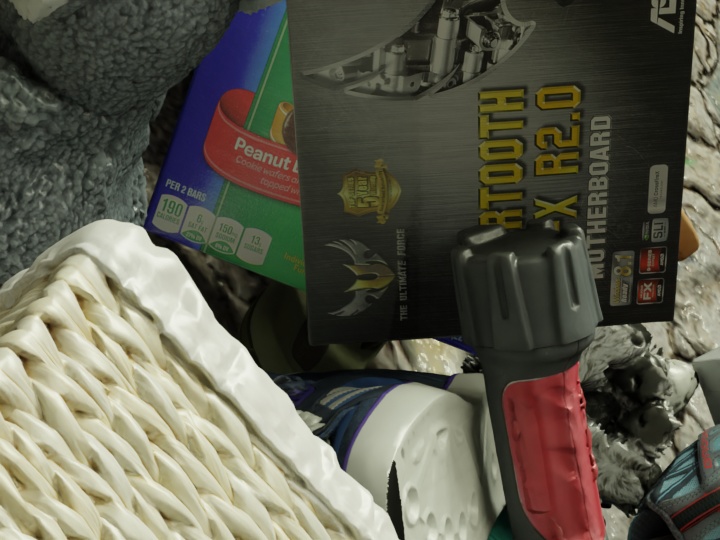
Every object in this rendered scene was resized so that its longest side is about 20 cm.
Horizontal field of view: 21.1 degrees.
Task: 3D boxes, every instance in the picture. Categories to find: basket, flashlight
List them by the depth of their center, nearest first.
[{"bbox_3d":[-0.101,0.132,0.583,0.200,0.198,0.161,50,35,-9],"label":"basket"},{"bbox_3d":[0.082,0.084,0.761,0.068,0.067,0.202,-63,144,-72],"label":"flashlight"}]

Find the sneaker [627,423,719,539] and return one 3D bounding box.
[{"bbox_3d":[0.158,0.113,0.883,0.080,0.095,0.200,57,-6,22],"label":"sneaker"}]

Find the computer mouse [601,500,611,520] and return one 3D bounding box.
[{"bbox_3d":[0.097,0.044,1.062,0.109,0.044,0.201,34,43,-22],"label":"computer mouse"}]

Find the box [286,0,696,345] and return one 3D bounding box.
[{"bbox_3d":[0.050,-0.066,0.767,0.156,0.202,0.049,-3,36,-2],"label":"box"}]

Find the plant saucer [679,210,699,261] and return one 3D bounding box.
[{"bbox_3d":[0.114,-0.073,1.118,0.200,0.037,0.200,45,1,-1],"label":"plant saucer"}]

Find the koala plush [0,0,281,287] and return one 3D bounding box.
[{"bbox_3d":[-0.115,-0.098,0.767,0.177,0.199,0.185,-11,69,-55],"label":"koala plush"}]

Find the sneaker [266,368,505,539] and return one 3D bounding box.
[{"bbox_3d":[-0.024,0.084,0.781,0.200,0.145,0.082,-21,105,-73],"label":"sneaker"}]

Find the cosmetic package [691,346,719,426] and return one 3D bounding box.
[{"bbox_3d":[0.281,0.112,0.913,0.122,0.199,0.202,-24,94,-18],"label":"cosmetic package"}]

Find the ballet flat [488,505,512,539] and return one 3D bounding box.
[{"bbox_3d":[0.110,0.174,0.918,0.199,0.071,0.067,26,19,17],"label":"ballet flat"}]

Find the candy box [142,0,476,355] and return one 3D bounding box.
[{"bbox_3d":[0.015,-0.087,0.860,0.167,0.202,0.077,20,13,-4],"label":"candy box"}]

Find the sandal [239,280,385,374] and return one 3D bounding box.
[{"bbox_3d":[0.000,0.001,0.958,0.080,0.057,0.202,45,33,-16],"label":"sandal"}]

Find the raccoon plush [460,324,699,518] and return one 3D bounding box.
[{"bbox_3d":[0.071,0.064,0.952,0.134,0.197,0.098,134,-39,-87],"label":"raccoon plush"}]
